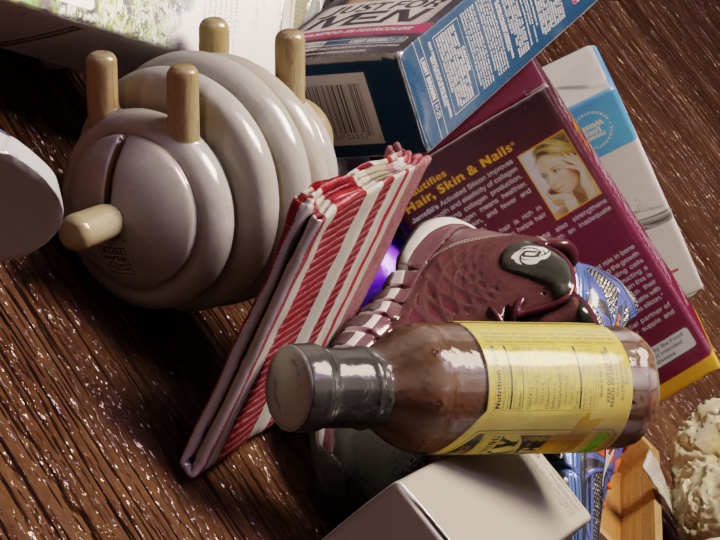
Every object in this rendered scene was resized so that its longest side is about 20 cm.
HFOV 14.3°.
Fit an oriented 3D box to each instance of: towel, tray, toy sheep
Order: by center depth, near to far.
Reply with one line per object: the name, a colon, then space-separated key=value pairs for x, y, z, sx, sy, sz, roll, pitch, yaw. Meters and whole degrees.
towel: x=-0.027 y=0.015 z=1.373 sx=0.023 sy=0.144 sz=0.200 roll=28 pitch=15 yaw=9
toy sheep: x=-0.080 y=-0.045 z=1.383 sx=0.200 sy=0.138 sz=0.138 roll=-21 pitch=69 yaw=-49
tray: x=0.133 y=0.125 z=1.695 sx=0.099 sy=0.037 sz=0.200 roll=45 pitch=18 yaw=-12

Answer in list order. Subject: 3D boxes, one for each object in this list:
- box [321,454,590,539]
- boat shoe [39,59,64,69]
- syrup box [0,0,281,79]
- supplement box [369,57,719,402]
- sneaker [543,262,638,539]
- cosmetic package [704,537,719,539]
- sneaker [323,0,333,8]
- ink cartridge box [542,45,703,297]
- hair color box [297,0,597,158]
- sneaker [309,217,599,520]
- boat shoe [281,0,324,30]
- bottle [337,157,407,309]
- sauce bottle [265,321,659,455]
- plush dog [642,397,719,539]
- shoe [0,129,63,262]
box: x=0.040 y=0.133 z=1.378 sx=0.068 sy=0.082 sz=0.200 roll=52 pitch=16 yaw=8
boat shoe: x=-0.135 y=-0.158 z=1.586 sx=0.063 sy=0.073 sz=0.200 roll=52 pitch=23 yaw=7
syrup box: x=-0.135 y=-0.148 z=1.442 sx=0.200 sy=0.081 sz=0.079 roll=14 pitch=75 yaw=-43
supplement box: x=0.101 y=-0.010 z=1.601 sx=0.200 sy=0.110 sz=0.086 roll=56 pitch=8 yaw=-20
sneaker: x=0.118 y=0.089 z=1.526 sx=0.078 sy=0.075 sz=0.201 roll=5 pitch=85 yaw=-31
cosmetic package: x=0.202 y=0.228 z=1.565 sx=0.200 sy=0.050 sz=0.083 roll=-84 pitch=162 yaw=-67
sneaker: x=-0.040 y=-0.192 z=1.717 sx=0.199 sy=0.075 sz=0.115 roll=8 pitch=16 yaw=15
ink cartridge box: x=0.138 y=-0.025 z=1.796 sx=0.200 sy=0.116 sz=0.067 roll=62 pitch=5 yaw=-30
hair color box: x=0.038 y=-0.130 z=1.558 sx=0.200 sy=0.100 sz=0.061 roll=-42 pitch=123 yaw=-47
sneaker: x=0.056 y=0.043 z=1.433 sx=0.200 sy=0.115 sz=0.076 roll=-63 pitch=141 yaw=-40
boat shoe: x=-0.049 y=-0.139 z=1.577 sx=0.074 sy=0.203 sz=0.065 roll=7 pitch=-5 yaw=40
bottle: x=0.000 y=0.000 z=1.586 sx=0.083 sy=0.065 sz=0.200 roll=37 pitch=20 yaw=-43
sauce bottle: x=0.048 y=0.055 z=1.350 sx=0.199 sy=0.065 sz=0.065 roll=2 pitch=44 yaw=-33
plush dog: x=0.280 y=0.143 z=1.716 sx=0.201 sy=0.171 sz=0.160 roll=68 pitch=15 yaw=16
shoe: x=-0.211 y=-0.074 z=1.219 sx=0.200 sy=0.071 sz=0.091 roll=24 pitch=35 yaw=-44
